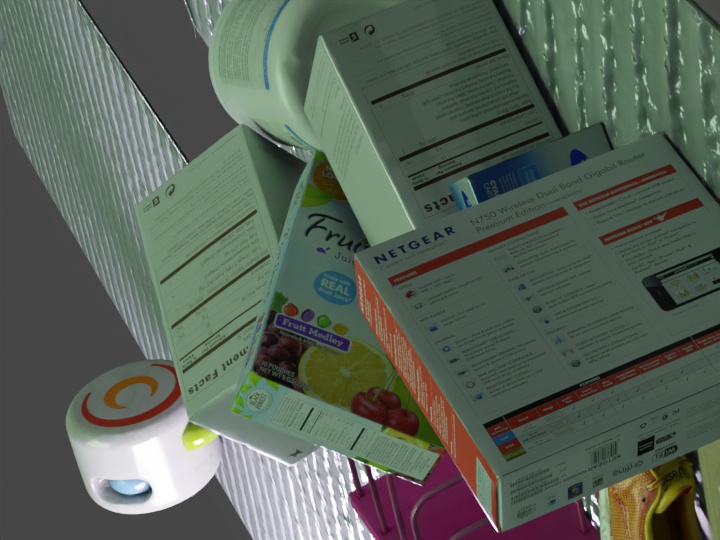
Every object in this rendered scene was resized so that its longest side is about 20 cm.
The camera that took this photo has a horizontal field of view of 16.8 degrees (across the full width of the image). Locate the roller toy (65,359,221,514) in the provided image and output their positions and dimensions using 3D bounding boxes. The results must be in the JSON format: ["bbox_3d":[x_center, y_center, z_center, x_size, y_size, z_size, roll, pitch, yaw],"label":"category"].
[{"bbox_3d":[-0.273,0.214,3.096,0.200,0.181,0.141,45,154,57],"label":"roller toy"}]

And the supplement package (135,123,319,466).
[{"bbox_3d":[-0.068,0.018,1.768,0.117,0.117,0.201,29,-146,-46],"label":"supplement package"}]

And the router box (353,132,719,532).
[{"bbox_3d":[0.123,0.029,1.334,0.049,0.199,0.180,84,160,-47],"label":"router box"}]

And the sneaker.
[{"bbox_3d":[0.178,0.110,1.555,0.077,0.073,0.201,-6,111,52],"label":"sneaker"}]

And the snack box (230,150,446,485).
[{"bbox_3d":[0.005,0.029,1.640,0.053,0.141,0.201,122,168,-49],"label":"snack box"}]

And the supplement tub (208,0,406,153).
[{"bbox_3d":[-0.026,-0.151,1.762,0.200,0.131,0.133,-158,48,-71],"label":"supplement tub"}]

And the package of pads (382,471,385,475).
[{"bbox_3d":[0.032,0.084,2.013,0.200,0.068,0.155,106,140,-68],"label":"package of pads"}]

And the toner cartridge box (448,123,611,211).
[{"bbox_3d":[0.136,0.022,1.485,0.201,0.094,0.043,68,165,0],"label":"toner cartridge box"}]

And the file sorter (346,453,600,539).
[{"bbox_3d":[0.081,0.155,1.773,0.200,0.138,0.126,51,162,49],"label":"file sorter"}]

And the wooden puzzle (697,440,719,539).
[{"bbox_3d":[0.253,0.177,1.390,0.200,0.046,0.186,-126,20,-58],"label":"wooden puzzle"}]

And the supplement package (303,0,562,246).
[{"bbox_3d":[0.061,-0.064,1.584,0.121,0.119,0.201,109,137,-69],"label":"supplement package"}]
